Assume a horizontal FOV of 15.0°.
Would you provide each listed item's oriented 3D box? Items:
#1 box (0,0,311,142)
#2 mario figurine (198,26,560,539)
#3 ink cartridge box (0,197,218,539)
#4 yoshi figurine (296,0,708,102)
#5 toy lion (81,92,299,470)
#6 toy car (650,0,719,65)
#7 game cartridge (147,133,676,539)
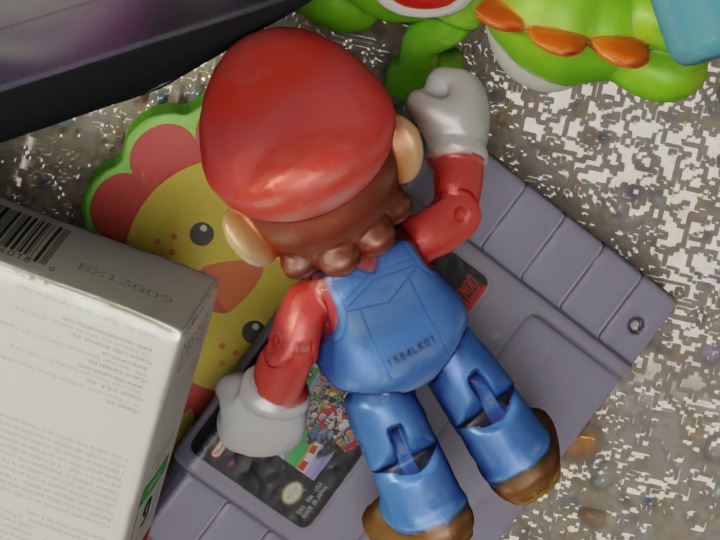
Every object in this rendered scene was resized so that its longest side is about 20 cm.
[{"bbox_3d":[-0.138,-0.149,0.944,0.123,0.200,0.199,-22,91,45],"label":"box"},{"bbox_3d":[0.000,0.000,1.014,0.106,0.123,0.201,-9,115,39],"label":"mario figurine"},{"bbox_3d":[-0.131,0.078,1.004,0.108,0.050,0.201,20,118,6],"label":"ink cartridge box"},{"bbox_3d":[0.046,-0.120,1.041,0.199,0.113,0.112,23,65,12],"label":"yoshi figurine"},{"bbox_3d":[-0.059,0.034,1.096,0.191,0.069,0.201,-21,103,1],"label":"toy lion"},{"bbox_3d":[0.180,-0.192,0.920,0.200,0.176,0.185,-16,96,52],"label":"toy car"},{"bbox_3d":[0.017,0.054,1.073,0.129,0.038,0.200,36,92,-23],"label":"game cartridge"}]
